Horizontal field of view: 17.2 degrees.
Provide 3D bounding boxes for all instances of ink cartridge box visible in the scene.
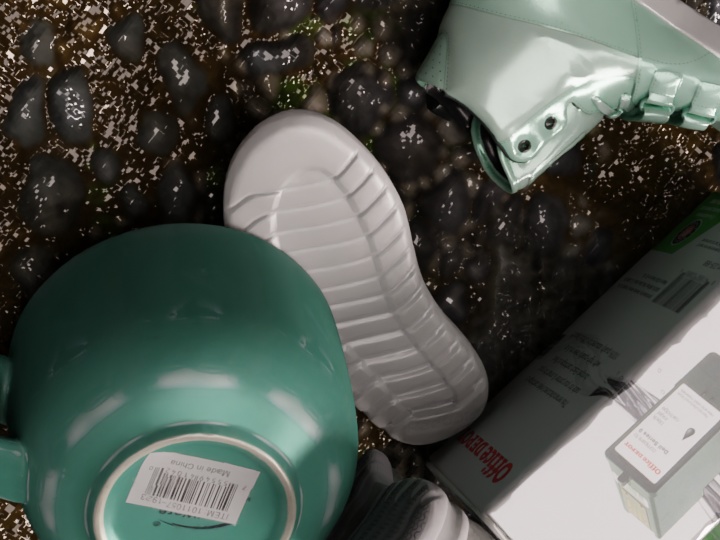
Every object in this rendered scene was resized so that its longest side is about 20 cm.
[{"bbox_3d":[0.139,0.062,1.119,0.200,0.146,0.084,-43,100,-2],"label":"ink cartridge box"}]

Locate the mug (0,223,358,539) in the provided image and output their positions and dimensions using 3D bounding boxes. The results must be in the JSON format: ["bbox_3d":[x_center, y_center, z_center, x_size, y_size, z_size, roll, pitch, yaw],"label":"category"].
[{"bbox_3d":[-0.091,0.079,1.046,0.184,0.115,0.152,-26,124,7],"label":"mug"}]

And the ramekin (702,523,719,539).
[{"bbox_3d":[0.221,0.149,1.163,0.200,0.098,0.200,-36,158,-17],"label":"ramekin"}]

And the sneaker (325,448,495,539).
[{"bbox_3d":[0.019,0.137,1.075,0.082,0.200,0.075,41,84,-11],"label":"sneaker"}]

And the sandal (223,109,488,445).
[{"bbox_3d":[-0.007,0.003,1.110,0.082,0.050,0.203,-25,125,5],"label":"sandal"}]

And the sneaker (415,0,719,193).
[{"bbox_3d":[0.117,-0.074,1.112,0.200,0.074,0.119,32,88,-16],"label":"sneaker"}]
